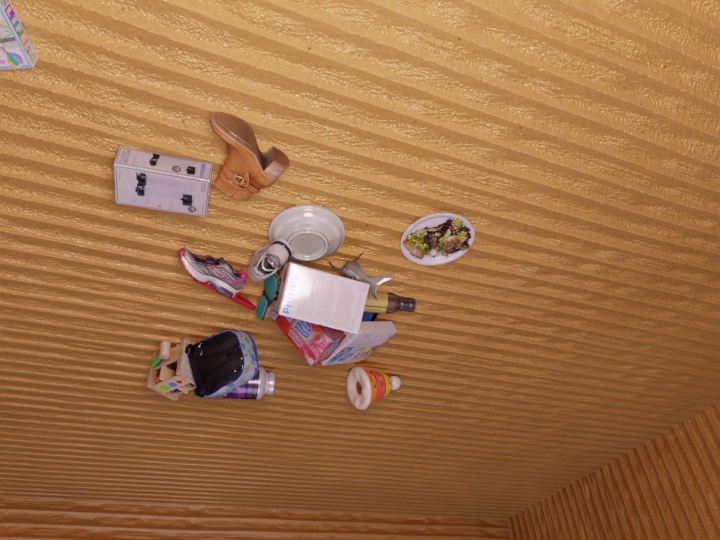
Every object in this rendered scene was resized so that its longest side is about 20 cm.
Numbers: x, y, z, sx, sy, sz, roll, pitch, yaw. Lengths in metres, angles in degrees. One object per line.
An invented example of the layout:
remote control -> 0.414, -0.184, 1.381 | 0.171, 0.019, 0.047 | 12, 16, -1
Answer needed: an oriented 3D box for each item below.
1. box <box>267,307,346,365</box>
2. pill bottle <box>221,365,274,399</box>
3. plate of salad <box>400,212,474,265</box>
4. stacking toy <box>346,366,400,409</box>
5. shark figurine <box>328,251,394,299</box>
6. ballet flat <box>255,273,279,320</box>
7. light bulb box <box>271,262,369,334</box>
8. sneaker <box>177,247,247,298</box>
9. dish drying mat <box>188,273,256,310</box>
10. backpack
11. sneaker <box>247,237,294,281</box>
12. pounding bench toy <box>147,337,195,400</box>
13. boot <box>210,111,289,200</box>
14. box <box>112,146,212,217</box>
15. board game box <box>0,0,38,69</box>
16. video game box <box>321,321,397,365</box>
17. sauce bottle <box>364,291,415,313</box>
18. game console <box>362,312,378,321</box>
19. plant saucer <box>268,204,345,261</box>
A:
box -> -0.147, 0.149, 1.506 | 0.100, 0.200, 0.095 | -50, 162, 20
pill bottle -> -0.392, 0.375, 1.836 | 0.196, 0.114, 0.113 | 7, 139, -14
plate of salad -> 0.203, -0.071, 1.426 | 0.196, 0.049, 0.202 | -3, 139, -3
stacking toy -> 0.061, 0.407, 1.947 | 0.197, 0.148, 0.147 | -3, 145, -35
shark figurine -> -0.002, -0.008, 1.436 | 0.128, 0.214, 0.090 | 45, 78, -19
ballet flat -> -0.244, 0.068, 1.539 | 0.064, 0.071, 0.201 | -12, 151, -35
light bulb box -> -0.105, 0.067, 1.342 | 0.196, 0.127, 0.198 | 15, 175, -13
sneaker -> -0.387, -0.007, 1.421 | 0.075, 0.081, 0.199 | -49, 130, 7
dish drying mat -> -0.378, 0.056, 1.500 | 0.199, 0.076, 0.018 | 35, 87, -38
backpack -> -0.408, 0.281, 1.677 | 0.198, 0.186, 0.146 | -27, 159, 19
sneaker -> -0.246, -0.012, 1.385 | 0.076, 0.081, 0.199 | 38, 142, -12
pounding bench toy -> -0.600, 0.300, 1.712 | 0.154, 0.126, 0.200 | -22, 138, 20
boot -> -0.269, -0.237, 1.166 | 0.154, 0.078, 0.198 | -30, 142, 32
box -> -0.431, -0.192, 1.197 | 0.196, 0.061, 0.117 | 7, 139, -15
board game box -> -0.683, -0.410, 0.928 | 0.196, 0.035, 0.136 | -4, 140, -2
video game box -> -0.007, 0.223, 1.682 | 0.182, 0.047, 0.199 | -44, 153, 25
sauce bottle -> 0.063, 0.095, 1.593 | 0.196, 0.066, 0.065 | 8, 139, -14
game console -> -0.051, 0.190, 1.653 | 0.118, 0.173, 0.201 | 33, 135, 5
plant saucer -> -0.135, -0.078, 1.377 | 0.196, 0.051, 0.202 | -3, 141, -2
